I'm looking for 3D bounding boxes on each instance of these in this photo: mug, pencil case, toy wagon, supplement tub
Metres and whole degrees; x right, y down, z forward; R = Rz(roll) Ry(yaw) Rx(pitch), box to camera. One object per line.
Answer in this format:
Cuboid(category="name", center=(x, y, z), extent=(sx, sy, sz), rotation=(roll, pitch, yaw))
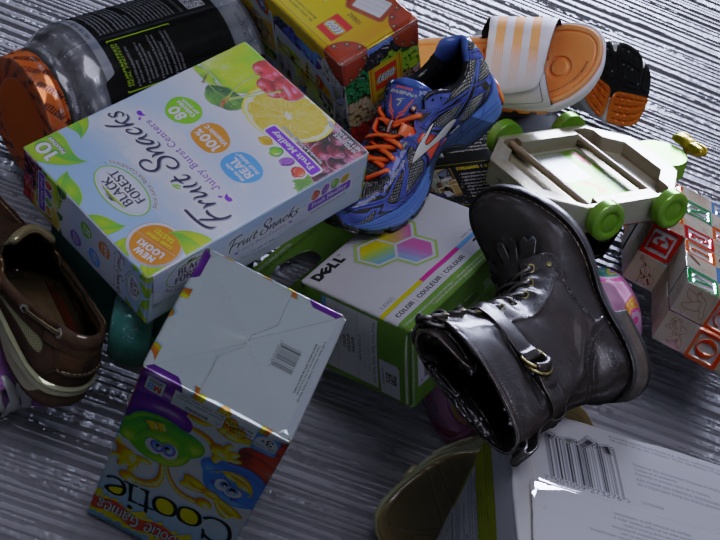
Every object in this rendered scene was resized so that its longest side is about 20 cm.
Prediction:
Cuboid(category="mug", center=(-0.161, -0.014, 1.123), extent=(0.151, 0.115, 0.185), rotation=(35, 51, 17))
Cuboid(category="pencil case", center=(0.131, 0.062, 1.214), extent=(0.199, 0.088, 0.088), rotation=(-22, 65, -32))
Cuboid(category="toy wagon", center=(0.205, -0.081, 1.284), extent=(0.198, 0.040, 0.155), rotation=(-9, 36, -30))
Cuboid(category="supplement tub", center=(-0.183, -0.149, 1.215), extent=(0.199, 0.123, 0.123), rotation=(-23, 66, -35))

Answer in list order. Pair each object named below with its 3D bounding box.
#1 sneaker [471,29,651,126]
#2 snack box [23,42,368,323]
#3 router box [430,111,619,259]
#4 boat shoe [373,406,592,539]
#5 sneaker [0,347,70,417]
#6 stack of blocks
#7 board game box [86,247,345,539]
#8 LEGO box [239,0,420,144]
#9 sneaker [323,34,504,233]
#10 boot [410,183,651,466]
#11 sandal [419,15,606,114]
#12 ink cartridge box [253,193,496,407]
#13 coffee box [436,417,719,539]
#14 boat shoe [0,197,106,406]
Cuboid(category="sneaker", center=(0.184, -0.190, 1.434), extent=(0.199, 0.092, 0.077), rotation=(17, 92, -34))
Cuboid(category="snack box", center=(-0.112, -0.067, 1.066), extent=(0.199, 0.053, 0.142), rotation=(-31, 61, -32))
Cuboid(category="router box", center=(0.107, -0.069, 1.322), extent=(0.198, 0.051, 0.150), rotation=(-8, 57, -27))
Cuboid(category="boat shoe", center=(0.087, 0.158, 1.150), extent=(0.200, 0.063, 0.074), rotation=(-29, 95, -29))
Cuboid(category="sneaker", center=(-0.255, 0.083, 1.049), extent=(0.113, 0.073, 0.202), rotation=(25, 50, -7))
Cuboid(category="stack of blocks", center=(0.283, 0.002, 1.292), extent=(0.114, 0.059, 0.200), rotation=(27, 27, -3))
Cuboid(category="board game box", center=(-0.099, 0.099, 1.015), extent=(0.102, 0.201, 0.105), rotation=(26, 50, -1))
Cuboid(category="LEGO box", center=(-0.037, -0.187, 1.251), extent=(0.077, 0.150, 0.200), rotation=(-32, 56, -18))
Cuboid(category="sneaker", center=(0.031, -0.106, 1.164), extent=(0.075, 0.079, 0.200), rotation=(19, 55, 33))
Cuboid(category="boot", center=(0.095, 0.027, 1.009), extent=(0.173, 0.069, 0.201), rotation=(-9, 55, -47))
Cuboid(category="sandal", center=(0.106, -0.178, 1.315), extent=(0.204, 0.059, 0.080), rotation=(-2, 75, 19))
Cuboid(category="ink cartridge box", center=(0.000, 0.000, 1.164), extent=(0.199, 0.076, 0.148), rotation=(24, 45, 29))
Cuboid(category="coffee box", center=(0.150, 0.241, 0.981), extent=(0.198, 0.199, 0.201), rotation=(18, 28, -9))
Cuboid(category="boat shoe", center=(-0.232, -0.007, 1.050), extent=(0.074, 0.075, 0.203), rotation=(-16, 59, -47))
